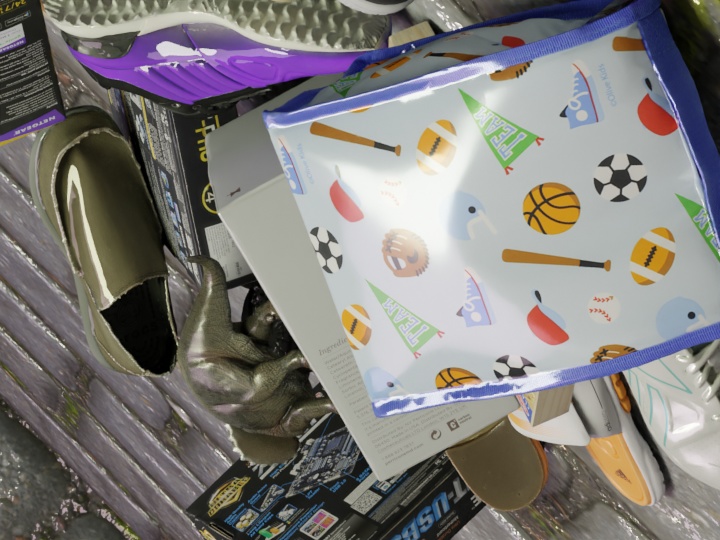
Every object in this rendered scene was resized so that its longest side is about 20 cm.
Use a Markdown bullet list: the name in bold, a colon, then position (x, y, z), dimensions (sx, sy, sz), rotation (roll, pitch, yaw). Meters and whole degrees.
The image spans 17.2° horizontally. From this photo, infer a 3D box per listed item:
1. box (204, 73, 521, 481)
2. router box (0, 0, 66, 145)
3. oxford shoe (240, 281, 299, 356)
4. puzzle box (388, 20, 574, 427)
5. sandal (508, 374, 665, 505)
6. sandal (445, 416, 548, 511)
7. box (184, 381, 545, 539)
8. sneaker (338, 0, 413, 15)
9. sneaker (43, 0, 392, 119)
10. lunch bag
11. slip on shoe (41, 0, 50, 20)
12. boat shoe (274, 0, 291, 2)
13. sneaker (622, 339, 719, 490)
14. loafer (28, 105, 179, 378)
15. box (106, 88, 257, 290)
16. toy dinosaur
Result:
- **box**: position (0.000, 0.000, 1.397), dimensions (0.200, 0.097, 0.124), rotation (60, -174, -24)
- **router box**: position (-0.243, -0.196, 1.408), dimensions (0.200, 0.052, 0.157), rotation (61, 168, 24)
- **oxford shoe**: position (-0.037, 0.017, 1.641), dimensions (0.084, 0.073, 0.200), rotation (22, -155, -14)
- **puzzle box**: position (0.066, -0.024, 1.314), dimensions (0.133, 0.025, 0.200), rotation (87, 158, -66)
- **sandal**: position (0.131, 0.092, 1.494), dimensions (0.079, 0.059, 0.207), rotation (24, 152, 52)
- **sandal**: position (0.061, 0.055, 1.559), dimensions (0.212, 0.078, 0.070), rotation (63, -165, -2)
- **box**: position (0.000, 0.148, 1.702), dimensions (0.198, 0.200, 0.050), rotation (19, 147, 55)
- **sneaker**: position (-0.030, -0.213, 1.152), dimensions (0.200, 0.076, 0.114), rotation (42, 164, -8)
- **sneaker**: position (-0.073, -0.128, 1.352), dimensions (0.200, 0.070, 0.100), rotation (6, 144, 17)
- **lunch bag**: position (0.083, -0.036, 1.134), dimensions (0.200, 0.124, 0.170), rotation (-13, 107, 37)
- **slip on shoe**: position (-0.185, -0.190, 1.615), dimensions (0.200, 0.061, 0.076), rotation (31, 116, 10)
- **boat shoe**: position (-0.100, -0.219, 1.282), dimensions (0.200, 0.075, 0.068), rotation (42, 143, 11)
- **sneaker**: position (0.173, 0.046, 1.262), dimensions (0.200, 0.070, 0.080), rotation (47, 164, -2)
- **loafer**: position (-0.152, -0.014, 1.522), dimensions (0.070, 0.075, 0.200), rotation (32, 146, 50)
- **box**: position (-0.121, -0.105, 1.504), dimensions (0.161, 0.049, 0.200), rotation (42, 147, 56)
- **toy dinosaur**: position (-0.068, 0.067, 1.489), dimensions (0.200, 0.102, 0.077), rotation (44, -151, -48)
